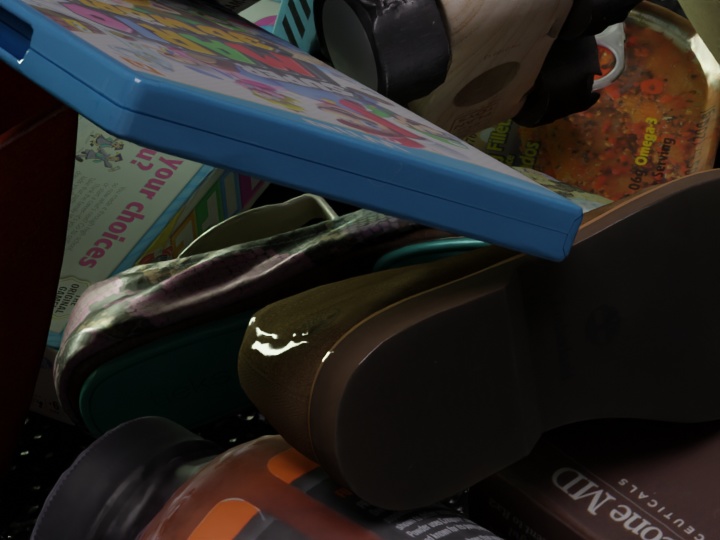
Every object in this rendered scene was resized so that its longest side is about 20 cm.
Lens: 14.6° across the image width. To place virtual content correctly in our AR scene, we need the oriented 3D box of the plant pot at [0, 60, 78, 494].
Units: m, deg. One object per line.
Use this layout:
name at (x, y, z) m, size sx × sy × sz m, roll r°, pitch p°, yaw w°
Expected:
plant pot at (-0.209, 0.023, 0.814) m, size 0.200 × 0.177 × 0.200 m, roll 30°, pitch 50°, yaw 32°

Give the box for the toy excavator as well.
toy excavator at (-0.006, -0.124, 0.963) m, size 0.100 × 0.195 × 0.200 m, roll -22°, pitch 72°, yaw -19°

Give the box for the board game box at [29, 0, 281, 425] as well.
board game box at (-0.108, -0.039, 0.987) m, size 0.134 × 0.034 × 0.200 m, roll 17°, pitch 45°, yaw 22°

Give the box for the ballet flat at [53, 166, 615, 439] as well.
ballet flat at (0.000, 0.000, 0.867) m, size 0.199 × 0.069 × 0.071 m, roll -14°, pitch 45°, yaw 6°

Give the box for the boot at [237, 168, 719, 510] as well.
boot at (0.058, 0.007, 0.788) m, size 0.200 × 0.074 × 0.075 m, roll -15°, pitch 21°, yaw -29°

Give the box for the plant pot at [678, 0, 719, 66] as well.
plant pot at (0.203, -0.095, 0.943) m, size 0.200 × 0.200 × 0.135 m, roll -12°, pitch 80°, yaw -10°

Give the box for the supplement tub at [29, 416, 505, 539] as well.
supplement tub at (0.003, 0.112, 0.754) m, size 0.200 × 0.107 × 0.107 m, roll 28°, pitch 50°, yaw 30°

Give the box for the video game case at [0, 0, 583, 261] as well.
video game case at (-0.049, -0.057, 0.764) m, size 0.143 × 0.018 × 0.200 m, roll 15°, pitch 11°, yaw -36°

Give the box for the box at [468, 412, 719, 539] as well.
box at (0.136, 0.053, 0.841) m, size 0.200 × 0.075 × 0.100 m, roll -34°, pitch 50°, yaw -28°

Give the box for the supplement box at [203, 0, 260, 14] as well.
supplement box at (-0.097, -0.136, 0.821) m, size 0.200 × 0.109 × 0.061 m, roll 14°, pitch 69°, yaw -32°

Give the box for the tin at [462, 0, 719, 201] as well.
tin at (0.063, -0.025, 0.960) m, size 0.112 × 0.042 × 0.200 m, roll 11°, pitch 43°, yaw 9°
